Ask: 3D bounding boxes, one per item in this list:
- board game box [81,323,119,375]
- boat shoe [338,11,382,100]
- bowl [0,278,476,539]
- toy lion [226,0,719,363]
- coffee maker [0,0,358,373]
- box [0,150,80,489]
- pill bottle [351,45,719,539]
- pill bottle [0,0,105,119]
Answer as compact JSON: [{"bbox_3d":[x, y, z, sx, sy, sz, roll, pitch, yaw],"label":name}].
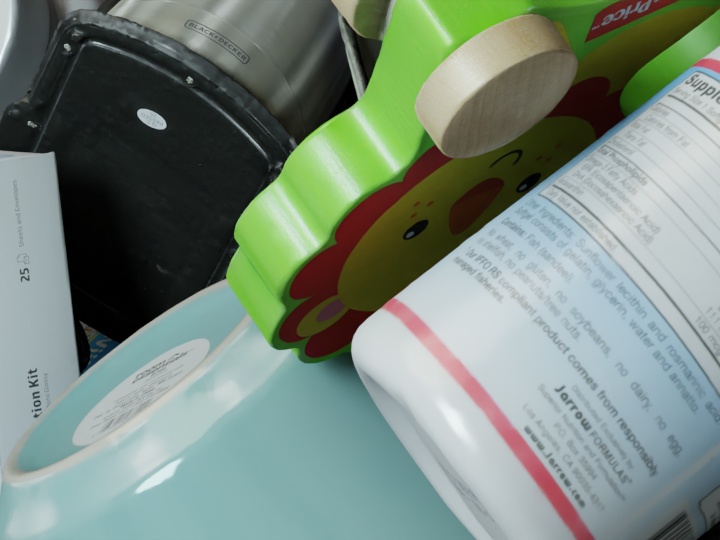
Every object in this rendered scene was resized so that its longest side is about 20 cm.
[{"bbox_3d":[-0.168,0.054,1.362,0.199,0.064,0.148,6,41,42],"label":"board game box"},{"bbox_3d":[0.037,-0.029,1.033,0.071,0.064,0.200,-49,44,30],"label":"boat shoe"},{"bbox_3d":[-0.046,0.075,1.003,0.200,0.105,0.201,-34,14,10],"label":"bowl"},{"bbox_3d":[0.053,-0.050,0.910,0.199,0.069,0.192,-25,-24,-24],"label":"toy lion"},{"bbox_3d":[-0.059,-0.077,1.168,0.192,0.135,0.200,-27,18,41],"label":"coffee maker"},{"bbox_3d":[-0.169,0.029,1.136,0.041,0.157,0.200,-11,10,-33],"label":"box"},{"bbox_3d":[0.104,0.002,0.852,0.200,0.109,0.109,-38,13,-7],"label":"pill bottle"},{"bbox_3d":[-0.138,-0.079,1.272,0.113,0.114,0.200,-33,-23,14],"label":"pill bottle"}]
